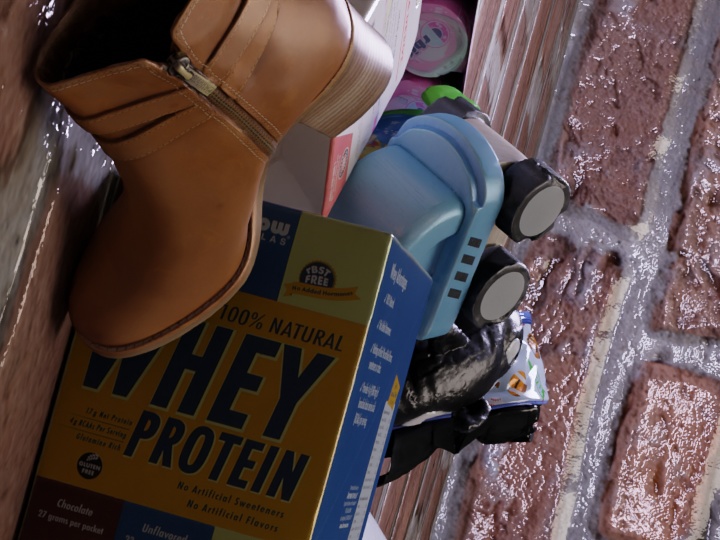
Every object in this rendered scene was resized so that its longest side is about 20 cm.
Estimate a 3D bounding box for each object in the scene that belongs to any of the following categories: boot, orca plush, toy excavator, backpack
[{"bbox_3d":[-0.085,-0.051,0.868,0.200,0.077,0.155,-41,154,14],"label":"boot"},{"bbox_3d":[0.028,0.046,1.311,0.071,0.200,0.105,114,-38,-46],"label":"orca plush"},{"bbox_3d":[0.000,0.000,1.236,0.200,0.100,0.195,-9,131,-41],"label":"toy excavator"},{"bbox_3d":[0.051,0.077,1.544,0.190,0.200,0.154,163,-88,-76],"label":"backpack"}]

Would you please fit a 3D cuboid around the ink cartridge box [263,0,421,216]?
[{"bbox_3d":[-0.015,-0.138,1.219,0.200,0.067,0.117,-63,166,-49],"label":"ink cartridge box"}]

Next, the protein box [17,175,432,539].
[{"bbox_3d":[-0.061,0.073,1.043,0.199,0.135,0.200,38,66,-80],"label":"protein box"}]

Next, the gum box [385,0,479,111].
[{"bbox_3d":[0.048,-0.188,1.481,0.114,0.066,0.200,-86,-175,-61],"label":"gum box"}]

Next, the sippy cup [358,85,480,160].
[{"bbox_3d":[0.013,-0.035,1.404,0.130,0.139,0.178,-26,115,-65],"label":"sippy cup"}]

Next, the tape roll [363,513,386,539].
[{"bbox_3d":[-0.032,0.203,1.286,0.200,0.066,0.200,54,17,-24],"label":"tape roll"}]
